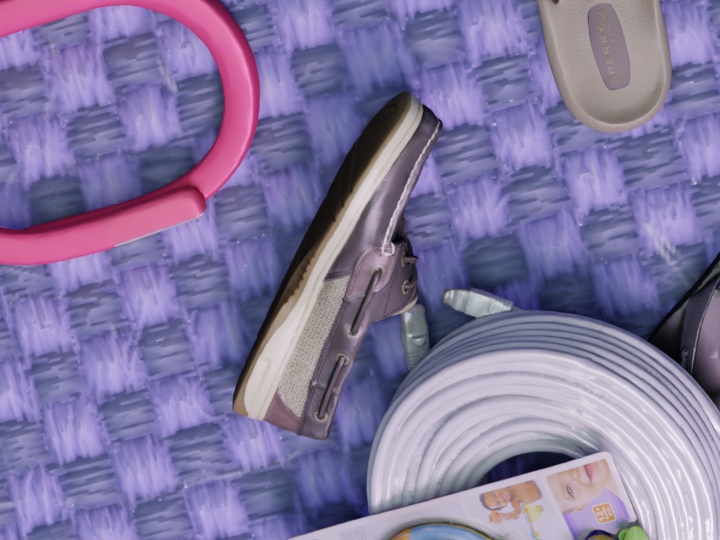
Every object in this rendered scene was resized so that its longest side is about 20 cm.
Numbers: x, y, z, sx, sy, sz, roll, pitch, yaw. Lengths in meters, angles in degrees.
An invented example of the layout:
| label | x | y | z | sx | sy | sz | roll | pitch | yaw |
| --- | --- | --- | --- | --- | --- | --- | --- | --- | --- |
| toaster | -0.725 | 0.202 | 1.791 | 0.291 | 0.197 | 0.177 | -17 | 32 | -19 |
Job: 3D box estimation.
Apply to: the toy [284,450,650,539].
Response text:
| label | x | y | z | sx | sy | sz | roll | pitch | yaw |
| --- | --- | --- | --- | --- | --- | --- | --- | --- | --- |
| toy | 0.058 | 0.174 | 1.535 | 0.200 | 0.047 | 0.115 | -19 | 102 | 26 |

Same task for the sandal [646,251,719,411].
| label | x | y | z | sx | sy | sz | roll | pitch | yaw |
| --- | --- | --- | --- | --- | --- | --- | --- | --- | --- |
| sandal | 0.197 | 0.032 | 1.565 | 0.076 | 0.043 | 0.200 | 25 | 105 | -2 |

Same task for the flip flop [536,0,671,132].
| label | x | y | z | sx | sy | sz | roll | pitch | yaw |
| --- | --- | --- | --- | --- | --- | --- | --- | --- | --- |
| flip flop | 0.109 | -0.163 | 1.513 | 0.081 | 0.058 | 0.200 | -15 | 103 | 8 |

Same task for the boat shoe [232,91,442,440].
| label | x | y | z | sx | sy | sz | roll | pitch | yaw |
| --- | --- | --- | --- | --- | --- | --- | --- | --- | --- |
| boat shoe | 0.000 | 0.001 | 1.563 | 0.066 | 0.072 | 0.201 | 26 | 110 | -8 |

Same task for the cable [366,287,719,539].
| label | x | y | z | sx | sy | sz | roll | pitch | yaw |
| --- | --- | --- | --- | --- | --- | --- | --- | --- | --- |
| cable | 0.102 | 0.119 | 1.562 | 0.200 | 0.069 | 0.200 | 9 | 112 | 16 |

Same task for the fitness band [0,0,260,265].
| label | x | y | z | sx | sy | sz | roll | pitch | yaw |
| --- | --- | --- | --- | --- | --- | --- | --- | --- | --- |
| fitness band | -0.151 | -0.082 | 1.569 | 0.200 | 0.037 | 0.144 | -17 | 100 | 8 |
